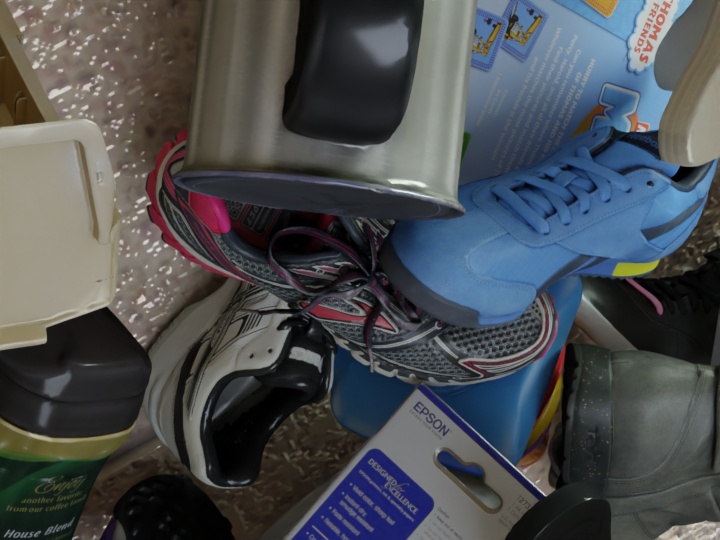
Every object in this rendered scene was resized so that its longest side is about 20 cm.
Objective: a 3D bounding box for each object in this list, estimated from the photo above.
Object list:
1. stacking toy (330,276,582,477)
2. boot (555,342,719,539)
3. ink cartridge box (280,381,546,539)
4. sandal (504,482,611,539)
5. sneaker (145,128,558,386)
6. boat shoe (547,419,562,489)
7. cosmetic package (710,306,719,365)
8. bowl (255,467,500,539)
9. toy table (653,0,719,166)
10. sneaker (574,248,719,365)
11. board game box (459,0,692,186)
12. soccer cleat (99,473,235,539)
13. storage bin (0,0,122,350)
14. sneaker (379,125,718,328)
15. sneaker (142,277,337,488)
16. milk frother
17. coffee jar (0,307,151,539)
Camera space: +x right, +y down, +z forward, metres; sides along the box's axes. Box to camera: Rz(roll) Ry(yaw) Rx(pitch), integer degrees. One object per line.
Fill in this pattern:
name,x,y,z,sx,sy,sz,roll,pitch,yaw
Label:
stacking toy,0.067,0.064,0.995,0.117,0.109,0.200,-67,157,-13
boot,0.161,0.116,0.929,0.129,0.068,0.201,3,133,4
ink cartridge box,-0.001,0.156,0.883,0.200,0.095,0.037,-49,175,8
sandal,0.095,0.171,0.879,0.075,0.045,0.201,-34,148,-19
sneaker,0.000,0.000,0.838,0.198,0.075,0.081,21,87,-18
boat shoe,0.135,0.100,1.045,0.066,0.074,0.200,7,156,-5
cosmetic package,0.296,-0.011,0.942,0.122,0.199,0.202,1,100,-38
bowl,-0.003,0.162,0.996,0.201,0.201,0.091,-39,92,2
toy table,0.195,-0.125,0.811,0.182,0.200,0.118,-18,111,-21
sneaker,0.180,0.013,1.036,0.199,0.071,0.099,25,108,-46
board game box,0.066,-0.100,0.877,0.199,0.037,0.152,21,94,-38
soccer cleat,-0.118,0.166,0.920,0.068,0.200,0.073,43,114,-7
storage bin,-0.205,-0.059,0.668,0.197,0.200,0.094,-8,129,-24
sneaker,0.088,-0.031,0.823,0.199,0.066,0.079,-14,147,-46
sneaker,-0.028,0.018,0.906,0.075,0.088,0.201,19,111,-36
milk frother,-0.052,-0.127,0.713,0.180,0.198,0.190,29,67,-78
coffee jar,-0.171,0.094,0.868,0.085,0.104,0.201,-1,126,-47
